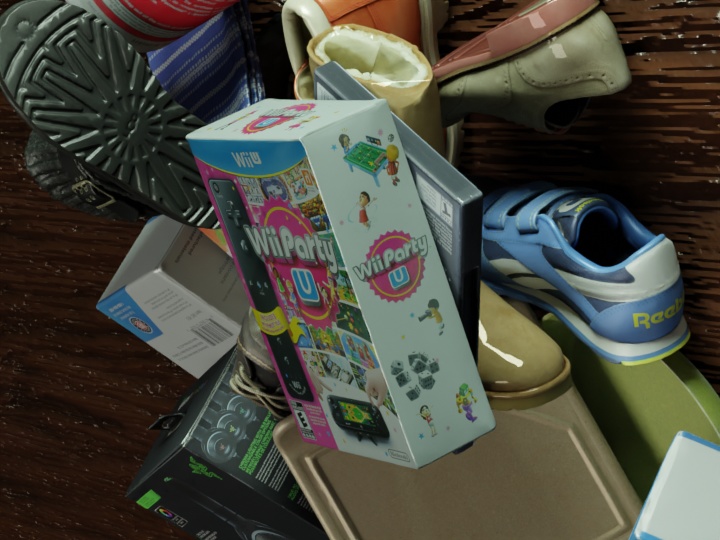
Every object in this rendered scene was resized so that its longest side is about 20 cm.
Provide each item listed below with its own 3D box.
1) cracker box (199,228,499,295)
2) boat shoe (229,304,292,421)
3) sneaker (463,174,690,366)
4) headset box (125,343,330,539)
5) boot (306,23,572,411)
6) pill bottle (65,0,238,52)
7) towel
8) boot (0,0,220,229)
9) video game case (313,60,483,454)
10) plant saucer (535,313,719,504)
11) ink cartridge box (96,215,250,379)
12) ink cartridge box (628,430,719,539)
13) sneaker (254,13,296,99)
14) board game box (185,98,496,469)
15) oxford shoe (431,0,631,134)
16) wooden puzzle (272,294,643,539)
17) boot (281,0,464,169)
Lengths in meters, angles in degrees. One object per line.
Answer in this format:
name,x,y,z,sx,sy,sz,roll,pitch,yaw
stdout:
cracker box,0.000,0.000,1.793,0.200,0.058,0.134,42,155,-10
boat shoe,-0.042,0.061,1.707,0.074,0.073,0.200,36,-175,12
sneaker,0.118,-0.021,1.618,0.199,0.074,0.083,28,140,34
headset box,-0.055,0.148,1.894,0.199,0.093,0.174,33,157,-8
boot,0.043,-0.029,1.582,0.175,0.066,0.201,23,134,40
pill bottle,-0.093,-0.222,1.669,0.199,0.112,0.113,-26,96,42
towel,-0.116,-0.170,1.808,0.145,0.024,0.201,-34,63,56
boot,-0.180,-0.097,1.738,0.211,0.080,0.158,43,165,-28
video game case,0.020,-0.006,1.561,0.143,0.019,0.201,44,149,36
plant saucer,0.181,0.105,1.687,0.200,0.031,0.201,41,150,30
ink cartridge box,-0.069,0.038,1.913,0.200,0.084,0.145,36,157,-13
ink cartridge box,0.221,0.202,1.605,0.144,0.084,0.200,23,146,7
sneaker,-0.049,-0.088,1.855,0.115,0.075,0.200,35,145,3
board game box,-0.011,0.004,1.538,0.147,0.064,0.201,6,118,61
oxford shoe,0.088,-0.105,1.575,0.075,0.070,0.200,57,155,-4
wooden puzzle,0.068,0.138,1.710,0.201,0.184,0.037,60,-174,-8
boot,0.003,-0.112,1.679,0.075,0.107,0.201,31,145,39
